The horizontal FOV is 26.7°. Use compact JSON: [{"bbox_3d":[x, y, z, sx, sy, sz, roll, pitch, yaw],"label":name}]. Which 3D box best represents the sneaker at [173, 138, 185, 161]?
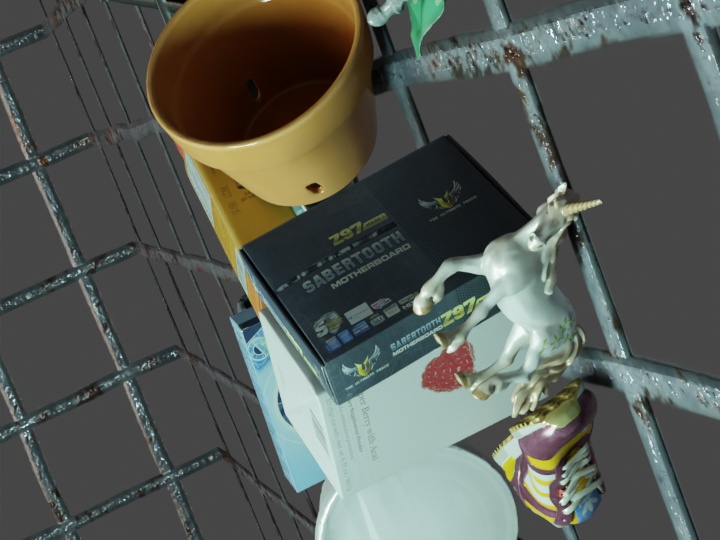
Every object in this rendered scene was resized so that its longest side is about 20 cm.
[{"bbox_3d":[-0.136,-0.114,1.703,0.200,0.079,0.115,42,177,-17],"label":"sneaker"}]

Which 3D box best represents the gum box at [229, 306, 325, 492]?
[{"bbox_3d":[-0.027,0.106,1.584,0.045,0.168,0.202,39,150,60],"label":"gum box"}]

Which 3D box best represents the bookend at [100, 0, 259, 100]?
[{"bbox_3d":[-0.175,-0.266,1.457,0.198,0.092,0.200,16,141,34],"label":"bookend"}]

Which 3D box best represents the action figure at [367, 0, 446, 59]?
[{"bbox_3d":[0.040,-0.233,1.058,0.119,0.054,0.200,67,162,6],"label":"action figure"}]

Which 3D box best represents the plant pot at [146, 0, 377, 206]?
[{"bbox_3d":[-0.070,-0.151,1.331,0.201,0.199,0.140,54,177,37],"label":"plant pot"}]

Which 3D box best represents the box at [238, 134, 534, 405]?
[{"bbox_3d":[0.026,-0.006,1.162,0.158,0.198,0.051,51,165,46],"label":"box"}]

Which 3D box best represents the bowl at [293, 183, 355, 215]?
[{"bbox_3d":[0.000,0.000,1.436,0.201,0.104,0.203,160,90,-74],"label":"bowl"}]

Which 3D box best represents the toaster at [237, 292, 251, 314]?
[{"bbox_3d":[-0.071,0.089,1.832,0.200,0.113,0.130,38,152,57],"label":"toaster"}]

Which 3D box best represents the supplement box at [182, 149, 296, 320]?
[{"bbox_3d":[-0.103,-0.054,1.411,0.069,0.066,0.201,90,156,-57],"label":"supplement box"}]

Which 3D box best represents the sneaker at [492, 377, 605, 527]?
[{"bbox_3d":[0.163,0.150,1.197,0.091,0.075,0.200,54,169,12],"label":"sneaker"}]

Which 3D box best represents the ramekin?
[{"bbox_3d":[0.048,0.240,1.499,0.094,0.200,0.205,-119,9,-68],"label":"ramekin"}]

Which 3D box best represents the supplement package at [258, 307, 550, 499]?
[{"bbox_3d":[0.038,0.068,1.234,0.120,0.198,0.122,49,159,47],"label":"supplement package"}]

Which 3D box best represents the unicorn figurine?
[{"bbox_3d":[0.112,0.017,1.081,0.074,0.137,0.200,53,177,33],"label":"unicorn figurine"}]
